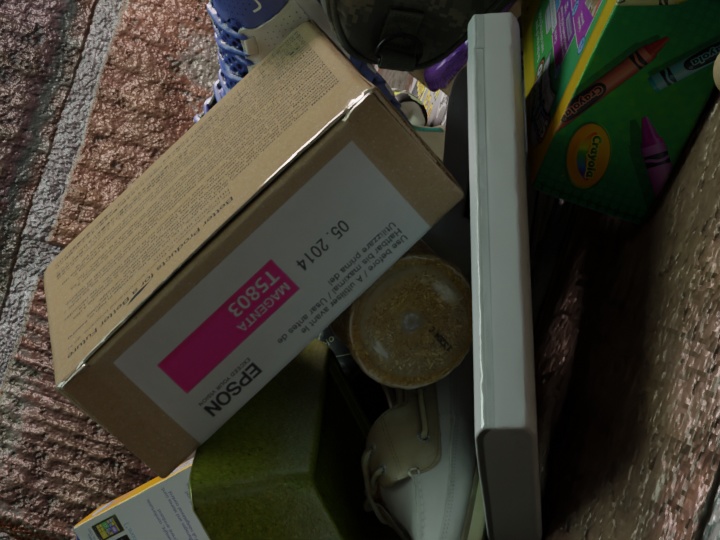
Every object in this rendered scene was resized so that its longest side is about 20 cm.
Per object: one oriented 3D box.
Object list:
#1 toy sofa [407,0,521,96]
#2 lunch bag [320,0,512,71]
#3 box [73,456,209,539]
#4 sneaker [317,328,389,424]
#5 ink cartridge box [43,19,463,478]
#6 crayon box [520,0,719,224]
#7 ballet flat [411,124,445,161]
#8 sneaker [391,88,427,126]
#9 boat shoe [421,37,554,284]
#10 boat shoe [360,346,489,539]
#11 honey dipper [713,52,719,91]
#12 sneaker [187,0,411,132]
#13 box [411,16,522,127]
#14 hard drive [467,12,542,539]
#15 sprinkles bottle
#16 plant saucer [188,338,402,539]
[{"bbox_3d":[0.076,-0.202,0.996,0.200,0.083,0.098,-48,15,16],"label":"toy sofa"},{"bbox_3d":[0.020,-0.220,0.893,0.168,0.138,0.201,-60,33,35],"label":"lunch bag"},{"bbox_3d":[-0.101,0.187,1.165,0.199,0.120,0.041,-29,3,31],"label":"box"},{"bbox_3d":[0.002,0.094,1.102,0.115,0.076,0.200,60,168,30],"label":"sneaker"},{"bbox_3d":[-0.060,-0.017,0.863,0.200,0.075,0.165,-42,23,5],"label":"ink cartridge box"},{"bbox_3d":[0.124,-0.128,0.827,0.201,0.058,0.119,-85,15,-55],"label":"crayon box"},{"bbox_3d":[0.045,-0.010,1.051,0.201,0.069,0.070,81,-165,-47],"label":"ballet flat"},{"bbox_3d":[-0.028,-0.038,1.102,0.201,0.075,0.076,-58,10,-12],"label":"sneaker"},{"bbox_3d":[0.074,-0.039,0.961,0.066,0.072,0.201,-35,-38,-42],"label":"boat shoe"},{"bbox_3d":[0.033,0.103,0.867,0.201,0.068,0.075,-79,-6,-53],"label":"boat shoe"},{"bbox_3d":[0.170,-0.164,0.698,0.038,0.038,0.202,144,139,-76],"label":"honey dipper"},{"bbox_3d":[-0.053,-0.102,0.983,0.115,0.200,0.081,-40,52,0],"label":"sneaker"},{"bbox_3d":[0.074,-0.121,1.153,0.200,0.048,0.159,-93,23,-67],"label":"box"},{"bbox_3d":[0.065,0.005,0.790,0.132,0.026,0.202,77,-168,-61],"label":"hard drive"},{"bbox_3d":[0.000,0.000,0.919,0.200,0.068,0.069,-134,62,-68],"label":"sprinkles bottle"},{"bbox_3d":[-0.011,0.134,0.901,0.200,0.048,0.201,-82,-33,-65],"label":"plant saucer"}]
